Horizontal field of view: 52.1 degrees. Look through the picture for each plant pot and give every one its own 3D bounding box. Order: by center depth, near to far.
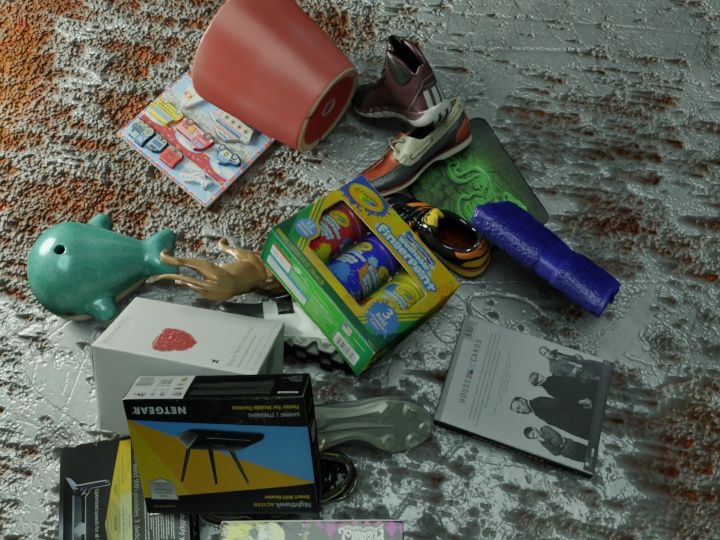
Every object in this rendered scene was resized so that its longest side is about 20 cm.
[{"bbox_3d":[-0.110,-0.279,1.051,0.176,0.201,0.201,37,73,8],"label":"plant pot"}]

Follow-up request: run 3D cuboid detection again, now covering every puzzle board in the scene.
[{"bbox_3d":[-0.249,-0.203,1.110,0.199,0.017,0.151,38,74,17],"label":"puzzle board"}]

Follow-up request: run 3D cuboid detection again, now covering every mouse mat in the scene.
[{"bbox_3d":[0.155,-0.119,1.056,0.159,0.008,0.202,-26,68,-8],"label":"mouse mat"}]

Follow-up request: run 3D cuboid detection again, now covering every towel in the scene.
[{"bbox_3d":[0.239,-0.023,0.935,0.199,0.147,0.050,38,105,15],"label":"towel"}]

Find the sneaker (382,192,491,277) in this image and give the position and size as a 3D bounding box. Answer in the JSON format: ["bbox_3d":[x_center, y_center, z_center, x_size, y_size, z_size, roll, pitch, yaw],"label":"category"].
[{"bbox_3d":[0.086,-0.066,0.986,0.198,0.090,0.071,27,74,17],"label":"sneaker"}]

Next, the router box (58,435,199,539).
[{"bbox_3d":[-0.273,0.301,0.871,0.154,0.052,0.204,-8,66,-1],"label":"router box"}]

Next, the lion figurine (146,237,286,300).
[{"bbox_3d":[-0.164,0.007,0.947,0.121,0.074,0.199,24,29,26],"label":"lion figurine"}]

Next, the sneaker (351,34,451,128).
[{"bbox_3d":[0.044,-0.275,1.032,0.075,0.117,0.199,-38,36,-23],"label":"sneaker"}]

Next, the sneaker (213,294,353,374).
[{"bbox_3d":[-0.091,0.064,0.959,0.196,0.074,0.090,17,62,1],"label":"sneaker"}]

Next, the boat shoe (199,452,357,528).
[{"bbox_3d":[-0.102,0.257,0.876,0.197,0.061,0.073,-13,67,-3],"label":"boat shoe"}]

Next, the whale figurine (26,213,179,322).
[{"bbox_3d":[-0.346,-0.012,0.984,0.196,0.104,0.162,-9,66,-1],"label":"whale figurine"}]

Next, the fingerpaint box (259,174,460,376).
[{"bbox_3d":[0.000,0.000,0.934,0.166,0.074,0.201,-33,76,-33],"label":"fingerpaint box"}]

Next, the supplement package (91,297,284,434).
[{"bbox_3d":[-0.201,0.125,0.883,0.196,0.122,0.122,9,27,7],"label":"supplement package"}]

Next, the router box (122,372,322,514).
[{"bbox_3d":[-0.145,0.190,0.801,0.196,0.152,0.051,-2,22,7],"label":"router box"}]

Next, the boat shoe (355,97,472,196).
[{"bbox_3d":[0.071,-0.170,1.035,0.198,0.063,0.071,-32,37,-13],"label":"boat shoe"}]

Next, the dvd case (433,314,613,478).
[{"bbox_3d":[0.204,0.152,0.915,0.196,0.025,0.152,17,62,10],"label":"dvd case"}]

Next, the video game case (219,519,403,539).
[{"bbox_3d":[-0.042,0.295,0.781,0.177,0.201,0.036,-1,64,3],"label":"video game case"}]

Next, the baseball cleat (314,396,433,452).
[{"bbox_3d":[-0.012,0.179,0.902,0.196,0.106,0.071,6,96,-24],"label":"baseball cleat"}]
